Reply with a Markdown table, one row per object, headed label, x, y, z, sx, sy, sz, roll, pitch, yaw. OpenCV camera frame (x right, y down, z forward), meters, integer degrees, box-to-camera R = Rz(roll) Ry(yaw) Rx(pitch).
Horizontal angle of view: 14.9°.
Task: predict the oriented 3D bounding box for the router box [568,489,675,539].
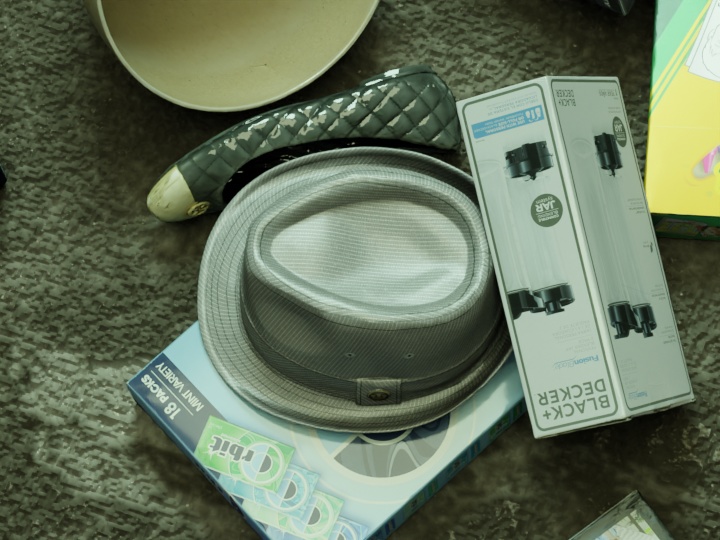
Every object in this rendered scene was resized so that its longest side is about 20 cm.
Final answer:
| label | x | y | z | sx | sy | sz | roll | pitch | yaw |
| --- | --- | --- | --- | --- | --- | --- | --- | --- | --- |
| router box | 0.123 | 0.244 | 1.577 | 0.200 | 0.051 | 0.149 | -35 | 75 | -8 |

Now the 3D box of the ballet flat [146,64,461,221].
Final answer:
| label | x | y | z | sx | sy | sz | roll | pitch | yaw |
| --- | --- | --- | --- | --- | --- | --- | --- | --- | --- |
| ballet flat | -0.035 | -0.070 | 1.679 | 0.200 | 0.066 | 0.057 | -21 | 76 | -3 |

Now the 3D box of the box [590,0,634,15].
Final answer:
| label | x | y | z | sx | sy | sz | roll | pitch | yaw |
| --- | --- | --- | --- | --- | --- | --- | --- | --- | --- |
| box | 0.120 | -0.256 | 1.718 | 0.200 | 0.036 | 0.143 | 28 | 75 | 28 |

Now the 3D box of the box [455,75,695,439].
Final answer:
| label | x | y | z | sx | sy | sz | roll | pitch | yaw |
| --- | --- | --- | --- | --- | --- | --- | --- | --- | --- |
| box | 0.126 | -0.009 | 1.595 | 0.060 | 0.117 | 0.200 | -15 | 87 | 27 |

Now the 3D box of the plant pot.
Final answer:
| label | x | y | z | sx | sy | sz | roll | pitch | yaw |
| --- | --- | --- | --- | --- | --- | --- | --- | --- | --- |
| plant pot | -0.097 | -0.214 | 1.682 | 0.200 | 0.200 | 0.134 | -38 | 38 | -9 |

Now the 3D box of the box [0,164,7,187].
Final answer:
| label | x | y | z | sx | sy | sz | roll | pitch | yaw |
| --- | --- | --- | --- | --- | --- | --- | --- | --- | --- |
| box | -0.339 | -0.086 | 1.682 | 0.200 | 0.104 | 0.148 | 42 | 80 | 14 |

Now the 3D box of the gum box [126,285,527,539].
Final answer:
| label | x | y | z | sx | sy | sz | roll | pitch | yaw |
| --- | --- | --- | --- | --- | --- | --- | --- | --- | --- |
| gum box | -0.009 | 0.065 | 1.646 | 0.200 | 0.045 | 0.170 | -41 | 75 | -9 |

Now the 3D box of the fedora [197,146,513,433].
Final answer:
| label | x | y | z | sx | sy | sz | roll | pitch | yaw |
| --- | --- | --- | --- | --- | --- | --- | --- | --- | --- |
| fedora | 0.000 | 0.000 | 1.595 | 0.200 | 0.090 | 0.177 | 9 | 72 | 6 |

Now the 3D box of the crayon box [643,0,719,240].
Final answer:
| label | x | y | z | sx | sy | sz | roll | pitch | yaw |
| --- | --- | --- | --- | --- | --- | --- | --- | --- | --- |
| crayon box | 0.275 | -0.103 | 1.675 | 0.200 | 0.058 | 0.173 | 3 | 72 | 5 |
